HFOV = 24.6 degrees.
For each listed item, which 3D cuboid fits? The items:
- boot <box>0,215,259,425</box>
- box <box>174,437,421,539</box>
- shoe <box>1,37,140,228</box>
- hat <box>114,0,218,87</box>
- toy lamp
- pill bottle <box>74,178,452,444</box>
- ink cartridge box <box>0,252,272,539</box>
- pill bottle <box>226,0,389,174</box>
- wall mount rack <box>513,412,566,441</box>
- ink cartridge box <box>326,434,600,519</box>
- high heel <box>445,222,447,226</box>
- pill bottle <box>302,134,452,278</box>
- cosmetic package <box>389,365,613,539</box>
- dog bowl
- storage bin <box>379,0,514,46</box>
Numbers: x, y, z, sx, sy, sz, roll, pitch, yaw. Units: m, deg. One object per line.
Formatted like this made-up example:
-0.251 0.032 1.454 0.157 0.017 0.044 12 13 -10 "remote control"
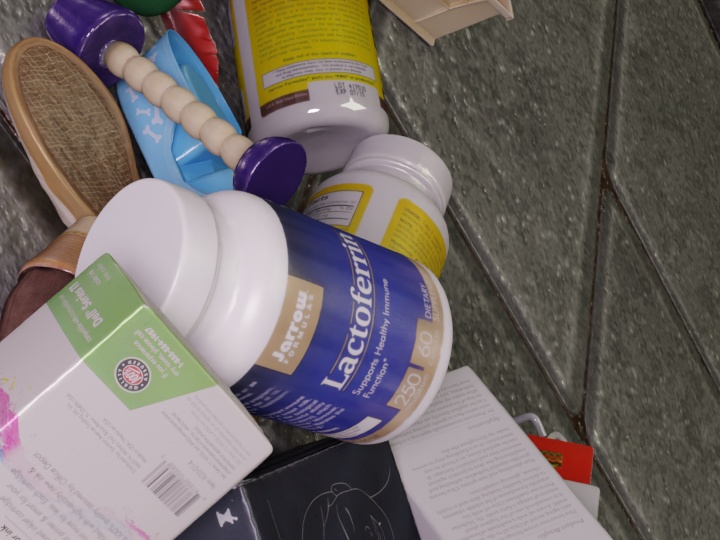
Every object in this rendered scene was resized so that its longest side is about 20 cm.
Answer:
-0.143 0.087 0.934 0.200 0.072 0.167 56 38 -30 "boot"
-0.043 0.213 0.961 0.196 0.123 0.201 -9 80 -68 "box"
-0.162 -0.045 0.995 0.070 0.053 0.201 -43 110 -42 "shoe"
-0.164 -0.193 1.129 0.199 0.177 0.166 35 25 11 "hat"
-0.118 -0.108 0.999 0.200 0.058 0.058 37 9 28 "toy lamp"
-0.052 0.023 0.918 0.199 0.115 0.117 20 53 -41 "pill bottle"
-0.156 0.104 0.791 0.117 0.200 0.067 53 -6 -36 "ink cartridge box"
-0.045 -0.183 1.261 0.109 0.109 0.201 25 51 -58 "pill bottle"
0.150 0.219 1.428 0.175 0.074 0.200 68 19 1 "wall mount rack"
0.070 0.151 1.171 0.174 0.198 0.044 -73 172 -52 "ink cartridge box"
0.013 0.033 1.244 0.068 0.095 0.200 59 27 -26 "high heel"
0.000 0.000 1.174 0.112 0.111 0.201 54 44 -34 "pill bottle"
0.077 0.161 1.063 0.200 0.101 0.072 51 -33 41 "cosmetic package"
-0.098 -0.059 1.077 0.201 0.049 0.111 63 7 14 "dog bowl"
0.053 -0.357 1.616 0.198 0.093 0.201 30 47 -56 "storage bin"
